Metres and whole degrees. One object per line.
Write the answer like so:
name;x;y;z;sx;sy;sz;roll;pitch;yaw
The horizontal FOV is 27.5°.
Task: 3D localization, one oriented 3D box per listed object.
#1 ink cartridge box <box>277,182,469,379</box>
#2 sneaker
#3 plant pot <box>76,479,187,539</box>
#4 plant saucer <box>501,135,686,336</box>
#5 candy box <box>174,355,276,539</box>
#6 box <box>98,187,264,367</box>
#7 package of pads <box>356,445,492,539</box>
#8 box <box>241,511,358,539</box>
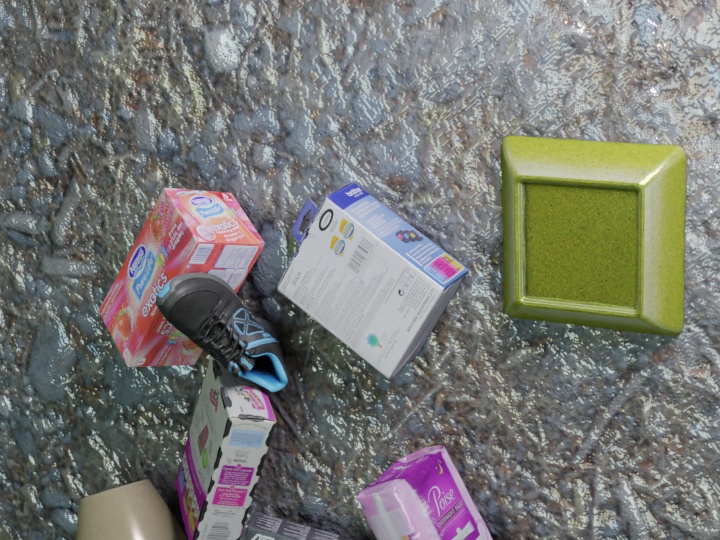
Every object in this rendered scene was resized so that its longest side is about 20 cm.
ink cartridge box;0.000;0.000;1.630;0.199;0.076;0.137;37;119;11
sneaker;-0.148;0.070;1.669;0.073;0.200;0.082;-45;43;11
plant pot;-0.285;0.374;1.860;0.186;0.187;0.202;-20;83;31
plant saucer;0.230;-0.030;1.513;0.198;0.048;0.202;6;109;27
candy box;-0.163;0.218;1.754;0.060;0.137;0.202;7;118;-20
box;-0.210;0.010;1.718;0.095;0.102;0.201;55;127;34
package of pads;0.088;0.309;1.656;0.075;0.120;0.201;-24;94;37
box;-0.055;0.392;1.771;0.198;0.049;0.163;15;107;6
